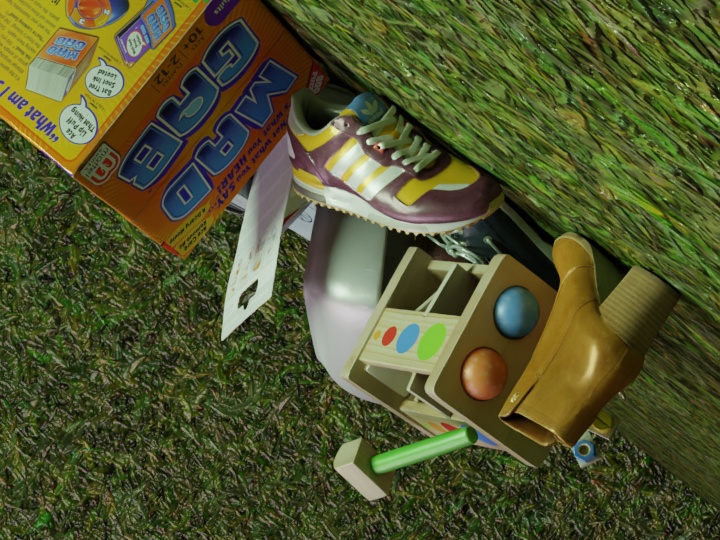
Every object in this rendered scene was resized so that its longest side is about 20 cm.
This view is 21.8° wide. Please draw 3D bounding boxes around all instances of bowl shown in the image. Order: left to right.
[{"bbox_3d":[0.000,0.000,1.659,0.074,0.200,0.200,3,147,9],"label":"bowl"}]

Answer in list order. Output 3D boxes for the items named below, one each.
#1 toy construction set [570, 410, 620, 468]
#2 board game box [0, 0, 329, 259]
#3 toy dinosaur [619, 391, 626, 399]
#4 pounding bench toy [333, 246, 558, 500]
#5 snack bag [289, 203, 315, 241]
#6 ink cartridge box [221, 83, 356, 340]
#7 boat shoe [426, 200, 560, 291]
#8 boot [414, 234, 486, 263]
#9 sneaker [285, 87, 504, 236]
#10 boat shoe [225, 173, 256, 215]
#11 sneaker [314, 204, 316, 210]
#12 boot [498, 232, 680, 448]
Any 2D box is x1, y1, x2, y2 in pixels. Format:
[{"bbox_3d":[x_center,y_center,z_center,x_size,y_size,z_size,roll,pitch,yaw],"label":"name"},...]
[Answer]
[{"bbox_3d":[0.164,0.067,1.657,0.200,0.131,0.092,38,178,7],"label":"toy construction set"},{"bbox_3d":[-0.189,-0.170,1.534,0.200,0.200,0.200,38,178,28],"label":"board game box"},{"bbox_3d":[0.209,0.075,2.000,0.200,0.086,0.136,20,-178,22],"label":"toy dinosaur"},{"bbox_3d":[0.078,0.100,1.485,0.124,0.200,0.156,36,165,-27],"label":"pounding bench toy"},{"bbox_3d":[-0.054,-0.070,1.957,0.188,0.021,0.200,30,164,6],"label":"snack bag"},{"bbox_3d":[-0.064,-0.045,1.629,0.047,0.200,0.160,16,159,-15],"label":"ink cartridge box"},{"bbox_3d":[0.103,-0.028,1.544,0.200,0.062,0.075,39,180,-26],"label":"boat shoe"},{"bbox_3d":[0.153,0.019,1.764,0.200,0.066,0.175,25,150,20],"label":"boot"},{"bbox_3d":[0.021,-0.090,1.460,0.200,0.075,0.090,13,124,34],"label":"sneaker"},{"bbox_3d":[-0.146,-0.096,1.720,0.071,0.072,0.200,-9,145,41],"label":"boat shoe"},{"bbox_3d":[-0.014,-0.052,1.793,0.088,0.076,0.200,-93,-16,-51],"label":"sneaker"},{"bbox_3d":[0.146,0.052,1.366,0.071,0.144,0.201,39,179,-16],"label":"boot"}]
